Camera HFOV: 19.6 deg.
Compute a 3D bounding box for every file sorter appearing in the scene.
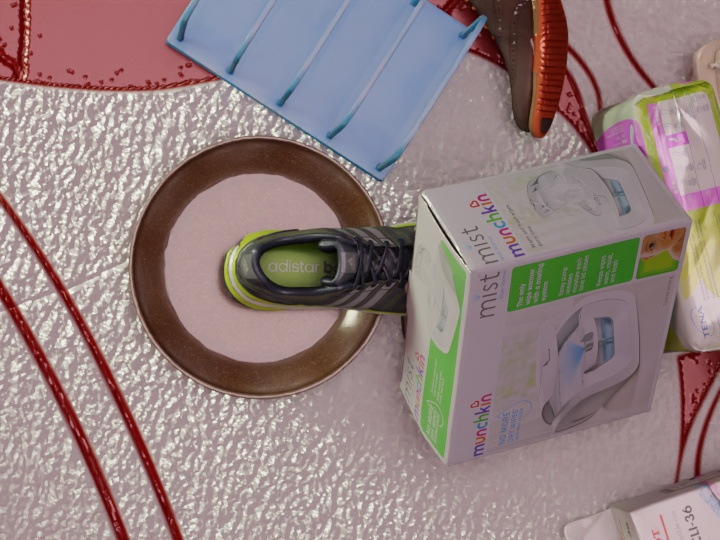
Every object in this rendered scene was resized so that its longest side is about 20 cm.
[{"bbox_3d":[-0.023,-0.182,1.562,0.200,0.123,0.139,33,85,-5],"label":"file sorter"}]

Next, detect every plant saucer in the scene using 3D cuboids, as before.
[{"bbox_3d":[-0.077,-0.002,1.592,0.200,0.037,0.201,0,88,-8],"label":"plant saucer"}]

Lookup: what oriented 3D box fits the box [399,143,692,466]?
[{"bbox_3d":[0.129,0.024,1.521,0.176,0.200,0.097,-13,46,-19],"label":"box"}]

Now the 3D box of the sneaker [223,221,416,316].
[{"bbox_3d":[0.000,0.000,1.543,0.200,0.081,0.074,-5,89,-7],"label":"sneaker"}]

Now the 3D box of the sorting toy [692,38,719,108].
[{"bbox_3d":[0.386,-0.114,1.603,0.180,0.200,0.107,-19,125,-22],"label":"sorting toy"}]

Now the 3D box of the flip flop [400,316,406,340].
[{"bbox_3d":[0.112,-0.006,1.603,0.200,0.058,0.081,-40,93,-3],"label":"flip flop"}]

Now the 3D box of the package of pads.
[{"bbox_3d":[0.240,-0.037,1.574,0.068,0.155,0.200,-14,90,-8],"label":"package of pads"}]

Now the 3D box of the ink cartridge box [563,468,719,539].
[{"bbox_3d":[0.270,0.221,1.612,0.200,0.067,0.117,-18,90,-8],"label":"ink cartridge box"}]

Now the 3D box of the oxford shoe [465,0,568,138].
[{"bbox_3d":[0.119,-0.202,1.619,0.072,0.071,0.200,-3,89,19],"label":"oxford shoe"}]
